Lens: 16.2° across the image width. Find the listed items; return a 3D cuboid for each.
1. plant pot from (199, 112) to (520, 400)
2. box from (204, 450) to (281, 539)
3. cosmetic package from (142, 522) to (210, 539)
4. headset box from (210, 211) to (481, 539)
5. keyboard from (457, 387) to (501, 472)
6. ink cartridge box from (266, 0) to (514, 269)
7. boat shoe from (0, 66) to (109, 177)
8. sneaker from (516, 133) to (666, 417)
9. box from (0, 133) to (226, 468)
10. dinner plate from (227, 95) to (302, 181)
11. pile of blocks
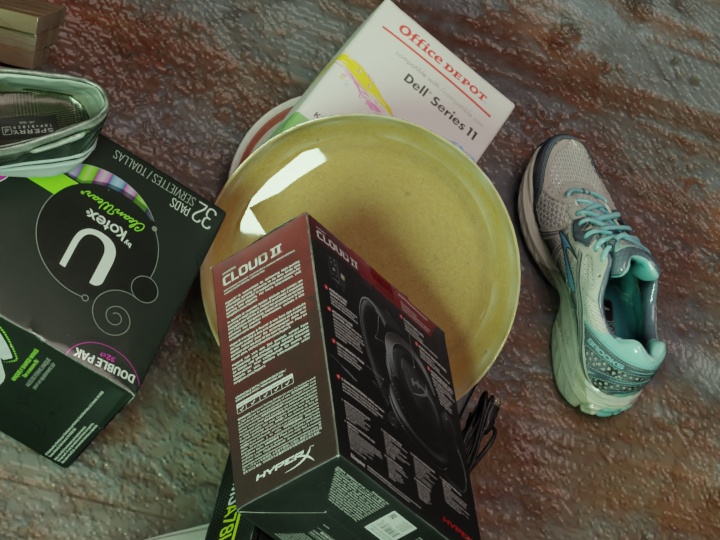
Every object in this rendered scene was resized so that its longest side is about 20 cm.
[{"bbox_3d":[0.000,0.000,1.570,0.200,0.200,0.027,38,11,-5],"label":"plant pot"},{"bbox_3d":[-0.018,0.216,1.430,0.200,0.047,0.193,54,20,-20],"label":"box"},{"bbox_3d":[-0.093,0.256,1.441,0.106,0.090,0.201,-10,68,-34],"label":"cosmetic package"},{"bbox_3d":[-0.009,0.076,1.459,0.149,0.077,0.201,41,28,-42],"label":"headset box"},{"bbox_3d":[0.045,0.088,1.605,0.104,0.040,0.201,33,66,-12],"label":"keyboard"},{"bbox_3d":[0.019,-0.094,1.658,0.117,0.067,0.200,39,55,-5],"label":"ink cartridge box"},{"bbox_3d":[-0.234,-0.086,1.396,0.199,0.071,0.072,-10,70,-29],"label":"boat shoe"},{"bbox_3d":[0.168,-0.007,1.709,0.077,0.086,0.201,-1,66,-29],"label":"sneaker"},{"bbox_3d":[-0.210,-0.009,1.491,0.200,0.124,0.149,32,54,-11],"label":"box"},{"bbox_3d":[0.000,-0.025,1.670,0.199,0.024,0.201,11,61,-21],"label":"dinner plate"},{"bbox_3d":[-0.285,-0.147,1.571,0.199,0.082,0.062,8,105,-14],"label":"pile of blocks"}]
